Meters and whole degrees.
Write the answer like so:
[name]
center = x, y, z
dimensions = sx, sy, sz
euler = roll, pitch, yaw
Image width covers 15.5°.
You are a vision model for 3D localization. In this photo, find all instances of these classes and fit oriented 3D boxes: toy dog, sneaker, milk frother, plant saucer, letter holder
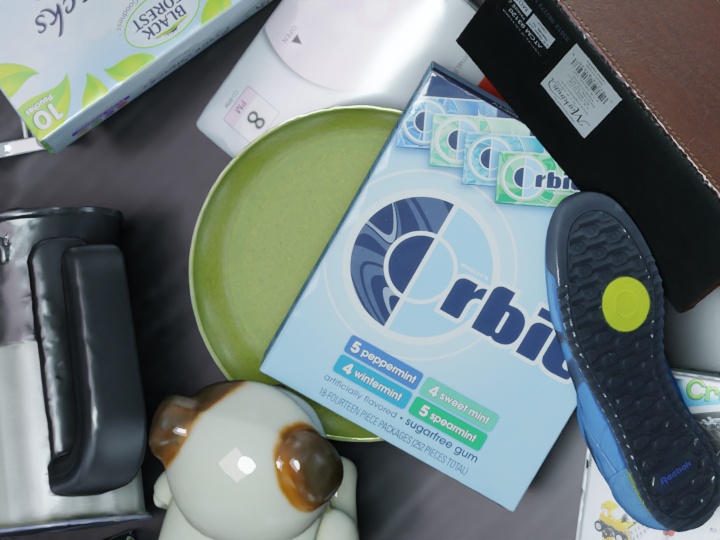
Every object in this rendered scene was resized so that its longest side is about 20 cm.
[toy dog]
center = -0.076, 0.154, 1.516
dimensions = 0.139, 0.194, 0.201
euler = 21, 117, 23
[sneaker]
center = 0.137, 0.052, 1.468
dimensions = 0.066, 0.078, 0.201
euler = -25, 104, -18
[milk frother]
center = -0.226, 0.061, 1.546
dimensions = 0.199, 0.181, 0.189
euler = -6, 83, -10
[plant saucer]
center = 0.000, 0.000, 1.555
dimensions = 0.199, 0.031, 0.201
euler = 1, 102, 4
[letter holder]
center = 0.179, -0.106, 1.457
dimensions = 0.142, 0.101, 0.200
euler = -35, 83, -28

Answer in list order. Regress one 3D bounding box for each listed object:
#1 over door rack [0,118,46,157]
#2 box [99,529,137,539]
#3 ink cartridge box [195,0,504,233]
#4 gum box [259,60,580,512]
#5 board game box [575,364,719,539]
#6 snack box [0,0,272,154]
[over door rack]
center = -0.288, -0.129, 1.642
dimensions = 0.199, 0.067, 0.148
euler = -10, 88, 16
[box]
center = -0.243, 0.211, 1.603
dimensions = 0.199, 0.137, 0.038
euler = -19, 88, 16
[ink cartridge box]
center = 0.026, -0.088, 1.563
dimensions = 0.200, 0.057, 0.163
euler = 41, 102, 16
[gum box]
center = 0.064, 0.010, 1.515
dimensions = 0.170, 0.045, 0.200
euler = 29, 102, -4
[board game box]
center = 0.228, 0.126, 1.517
dimensions = 0.199, 0.035, 0.127
euler = 9, 95, 16
[snack box]
center = -0.145, -0.184, 1.579
dimensions = 0.200, 0.053, 0.142
euler = -36, 83, -4
